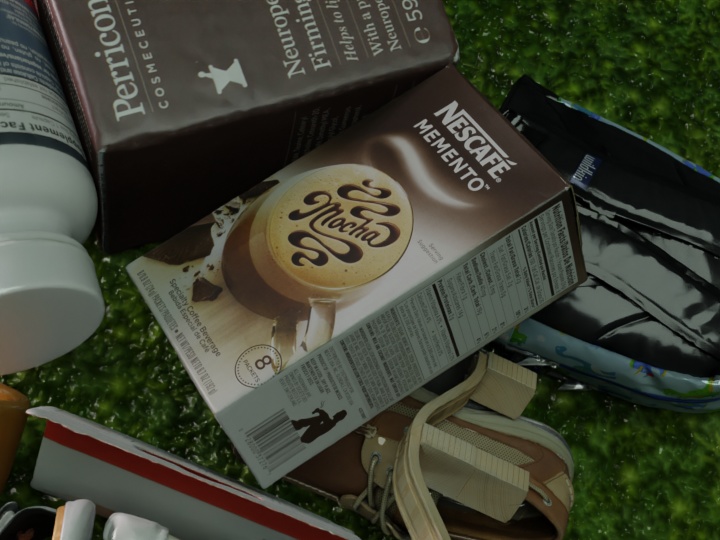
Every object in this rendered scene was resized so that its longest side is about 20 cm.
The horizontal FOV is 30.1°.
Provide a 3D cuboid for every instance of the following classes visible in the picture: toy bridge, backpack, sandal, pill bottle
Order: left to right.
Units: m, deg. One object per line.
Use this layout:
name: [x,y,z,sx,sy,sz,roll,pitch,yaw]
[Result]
pill bottle: [-0.203,-0.053,0.690,0.119,0.120,0.200,-16,65,-15]
sandal: [-0.162,0.144,0.637,0.059,0.207,0.079,13,64,-9]
toy bridge: [0.052,0.101,0.676,0.067,0.027,0.200,25,31,-6]
backpack: [0.156,0.001,0.785,0.199,0.154,0.163,17,64,18]

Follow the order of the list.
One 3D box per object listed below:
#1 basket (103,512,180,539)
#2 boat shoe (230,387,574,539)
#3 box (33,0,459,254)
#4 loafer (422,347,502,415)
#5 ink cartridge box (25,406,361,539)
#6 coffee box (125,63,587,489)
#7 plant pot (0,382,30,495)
basket: [-0.073,0.237,0.628,0.160,0.200,0.199,16,71,-7]
boat shoe: [0.026,0.109,0.740,0.199,0.076,0.072,10,35,-6]
box: [-0.075,-0.132,0.764,0.199,0.164,0.166,-17,76,-15]
loafer: [0.002,0.044,0.769,0.199,0.072,0.073,19,69,-5]
ink cartridge box: [-0.085,0.120,0.661,0.162,0.200,0.050,22,83,-2]
coffee box: [0.000,0.000,0.675,0.200,0.080,0.113,-33,51,-8]
plant pot: [-0.282,0.124,0.642,0.200,0.200,0.184,16,86,-4]
